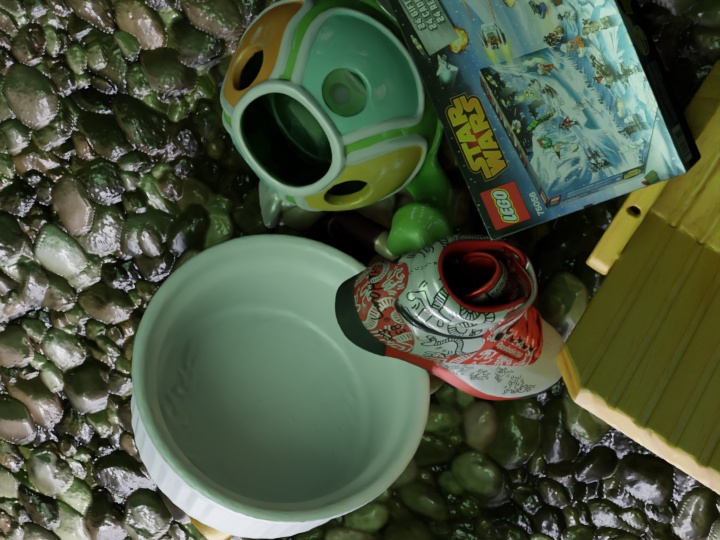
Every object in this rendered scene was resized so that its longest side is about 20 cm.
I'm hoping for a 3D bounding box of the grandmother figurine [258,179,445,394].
[{"bbox_3d":[0.000,0.000,1.194,0.200,0.061,0.121,49,132,-2],"label":"grandmother figurine"}]

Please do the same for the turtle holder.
[{"bbox_3d":[-0.017,-0.092,1.108,0.141,0.132,0.186,-7,112,26],"label":"turtle holder"}]

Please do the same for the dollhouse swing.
[{"bbox_3d":[0.247,0.010,1.017,0.200,0.176,0.182,33,124,6],"label":"dollhouse swing"}]

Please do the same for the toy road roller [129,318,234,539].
[{"bbox_3d":[-0.092,0.108,1.234,0.200,0.146,0.123,47,124,-4],"label":"toy road roller"}]

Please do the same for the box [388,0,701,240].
[{"bbox_3d":[0.104,-0.132,1.005,0.137,0.040,0.200,-19,99,31],"label":"box"}]

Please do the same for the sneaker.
[{"bbox_3d":[0.092,0.033,1.095,0.201,0.067,0.108,18,150,-36],"label":"sneaker"}]

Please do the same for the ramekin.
[{"bbox_3d":[-0.062,0.086,1.130,0.200,0.200,0.098,38,152,2],"label":"ramekin"}]

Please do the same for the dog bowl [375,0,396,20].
[{"bbox_3d":[0.083,-0.237,1.033,0.200,0.059,0.200,10,119,19],"label":"dog bowl"}]
